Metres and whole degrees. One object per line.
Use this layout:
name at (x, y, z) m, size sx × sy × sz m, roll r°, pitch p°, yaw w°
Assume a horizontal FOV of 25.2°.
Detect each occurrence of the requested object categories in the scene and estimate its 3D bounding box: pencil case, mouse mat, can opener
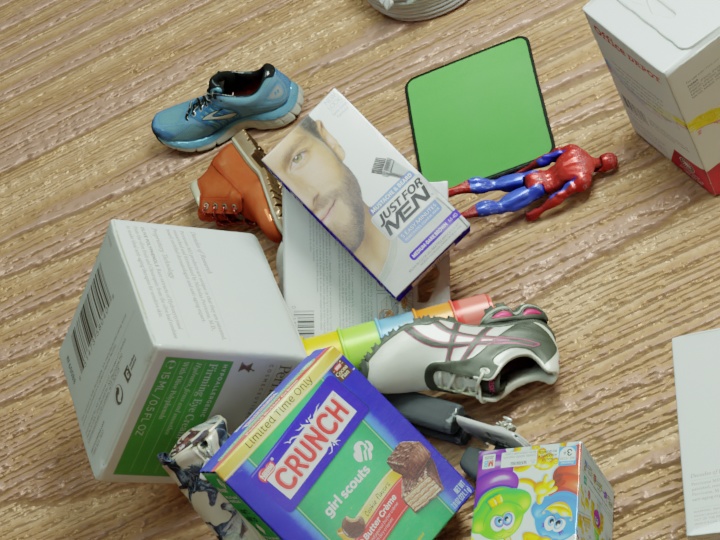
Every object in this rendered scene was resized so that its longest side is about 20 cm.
pencil case at (-0.112, 0.239, 1.559) m, size 0.078 × 0.089 × 0.200 m, roll -35°, pitch 90°, yaw -2°
mouse mat at (0.134, -0.177, 1.853) m, size 0.161 × 0.008 × 0.200 m, roll -20°, pitch 48°, yaw 15°
can opener at (0.084, 0.160, 1.595) m, size 0.200 × 0.053 × 0.066 m, roll 18°, pitch 67°, yaw 37°

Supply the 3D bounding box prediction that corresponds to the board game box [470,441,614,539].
board game box at (0.160, 0.268, 1.437) m, size 0.103 × 0.105 × 0.200 m, roll -9°, pitch 52°, yaw 24°

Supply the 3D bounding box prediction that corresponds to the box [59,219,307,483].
box at (-0.189, 0.087, 1.668) m, size 0.199 × 0.171 × 0.200 m, roll -63°, pitch 37°, yaw 33°

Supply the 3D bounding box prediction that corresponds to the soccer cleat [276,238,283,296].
soccer cleat at (0.000, 0.000, 1.763) m, size 0.200 × 0.070 × 0.086 m, roll 0°, pitch 79°, yaw 26°

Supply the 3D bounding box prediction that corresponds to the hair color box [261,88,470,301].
hair color box at (0.006, -0.077, 1.653) m, size 0.109 × 0.065 × 0.200 m, roll -45°, pitch 84°, yaw -1°

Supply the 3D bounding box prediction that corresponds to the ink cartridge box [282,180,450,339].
ink cartridge box at (0.007, 0.006, 1.699) m, size 0.176 × 0.045 × 0.200 m, roll -1°, pitch 86°, yaw 1°

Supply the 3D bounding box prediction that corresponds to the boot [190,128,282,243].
boot at (-0.135, -0.075, 1.886) m, size 0.107 × 0.075 × 0.200 m, roll -38°, pitch 39°, yaw 3°

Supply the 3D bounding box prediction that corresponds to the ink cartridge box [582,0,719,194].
ink cartridge box at (0.345, -0.212, 1.630) m, size 0.145 × 0.200 × 0.145 m, roll -38°, pitch 47°, yaw -2°

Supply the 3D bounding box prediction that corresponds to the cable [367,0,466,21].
cable at (0.083, -0.404, 2.010) m, size 0.200 × 0.069 × 0.200 m, roll -36°, pitch 46°, yaw -1°

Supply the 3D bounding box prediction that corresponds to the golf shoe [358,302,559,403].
golf shoe at (0.098, 0.090, 1.589) m, size 0.200 × 0.077 × 0.088 m, roll -14°, pitch 41°, yaw -4°

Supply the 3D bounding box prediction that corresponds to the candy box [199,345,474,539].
candy box at (-0.021, 0.198, 1.514) m, size 0.169 × 0.200 × 0.077 m, roll -47°, pitch 6°, yaw -20°

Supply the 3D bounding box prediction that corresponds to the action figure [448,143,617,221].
action figure at (0.180, -0.089, 1.734) m, size 0.200 × 0.052 × 0.065 m, roll -18°, pitch 55°, yaw 10°

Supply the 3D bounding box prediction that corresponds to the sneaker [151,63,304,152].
sneaker at (-0.174, -0.213, 1.992) m, size 0.200 × 0.090 × 0.078 m, roll -16°, pitch 50°, yaw 19°

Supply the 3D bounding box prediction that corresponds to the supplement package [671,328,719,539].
supplement package at (0.347, 0.159, 1.408) m, size 0.117 × 0.117 × 0.200 m, roll -13°, pitch 52°, yaw 21°

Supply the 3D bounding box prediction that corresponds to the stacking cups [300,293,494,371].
stacking cups at (0.041, 0.071, 1.641) m, size 0.200 × 0.061 × 0.061 m, roll -14°, pitch 49°, yaw 0°
